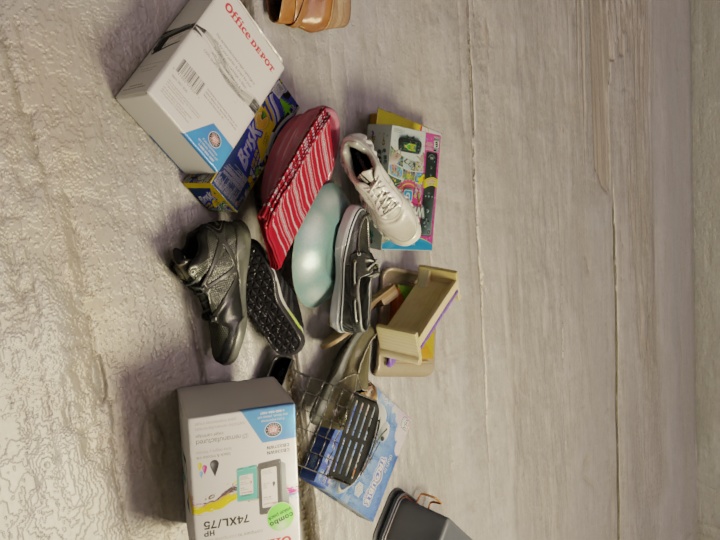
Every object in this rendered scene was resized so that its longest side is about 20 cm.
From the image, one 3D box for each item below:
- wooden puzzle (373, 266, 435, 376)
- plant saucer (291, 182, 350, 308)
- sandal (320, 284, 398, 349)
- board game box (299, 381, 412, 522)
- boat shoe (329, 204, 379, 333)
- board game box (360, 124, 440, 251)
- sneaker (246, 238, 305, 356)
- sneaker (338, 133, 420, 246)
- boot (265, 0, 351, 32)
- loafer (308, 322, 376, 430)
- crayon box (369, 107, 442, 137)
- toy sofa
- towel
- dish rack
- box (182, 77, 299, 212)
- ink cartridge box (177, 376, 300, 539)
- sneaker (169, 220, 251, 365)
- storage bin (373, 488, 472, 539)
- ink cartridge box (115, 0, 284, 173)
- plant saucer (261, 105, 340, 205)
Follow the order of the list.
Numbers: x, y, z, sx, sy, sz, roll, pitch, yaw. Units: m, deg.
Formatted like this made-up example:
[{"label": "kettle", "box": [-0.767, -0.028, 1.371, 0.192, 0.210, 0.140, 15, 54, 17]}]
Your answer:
[{"label": "wooden puzzle", "box": [0.098, 0.104, 1.435, 0.183, 0.037, 0.206, 9, 86, -50]}, {"label": "plant saucer", "box": [-0.046, -0.037, 1.207, 0.201, 0.038, 0.206, -40, 136, -55]}, {"label": "sandal", "box": [-0.016, 0.057, 1.286, 0.210, 0.077, 0.071, -34, 97, -45]}, {"label": "board game box", "box": [-0.002, 0.314, 1.329, 0.199, 0.043, 0.204, 46, 59, -42]}, {"label": "boat shoe", "box": [0.000, 0.000, 1.189, 0.072, 0.069, 0.206, -5, 101, -64]}, {"label": "board game box", "box": [0.069, -0.139, 1.286, 0.145, 0.063, 0.206, -1, 98, -48]}, {"label": "sneaker", "box": [-0.141, 0.038, 1.146, 0.083, 0.070, 0.204, -78, 149, -65]}, {"label": "sneaker", "box": [0.026, -0.125, 1.176, 0.202, 0.074, 0.081, 55, 6, -2]}, {"label": "boot", "box": [-0.088, -0.477, 1.154, 0.153, 0.076, 0.206, -15, 111, -44]}, {"label": "loafer", "box": [-0.018, 0.182, 1.259, 0.069, 0.075, 0.203, 31, 65, -5]}, {"label": "crayon box", "box": [0.071, -0.212, 1.366, 0.197, 0.050, 0.131, 9, 87, -50]}, {"label": "toy sofa", "box": [0.109, 0.087, 1.338, 0.201, 0.081, 0.100, -50, 139, -44]}, {"label": "towel", "box": [-0.086, -0.112, 1.061, 0.146, 0.022, 0.203, 87, 27, -64]}, {"label": "dish rack", "box": [-0.069, 0.237, 1.157, 0.055, 0.195, 0.157, 110, 0, -72]}, {"label": "box", "box": [-0.169, -0.183, 1.073, 0.065, 0.069, 0.203, 50, 57, -40]}, {"label": "ink cartridge box", "box": [-0.168, 0.270, 1.019, 0.143, 0.146, 0.206, -5, 98, -18]}, {"label": "sneaker", "box": [-0.214, 0.032, 1.038, 0.112, 0.075, 0.206, -2, 100, -38]}, {"label": "storage bin", "box": [0.142, 0.522, 1.448, 0.201, 0.132, 0.148, 50, 58, -40]}, {"label": "ink cartridge box", "box": [-0.210, -0.256, 1.008, 0.145, 0.083, 0.203, 50, 57, -39]}, {"label": "plant saucer", "box": [-0.093, -0.153, 1.125, 0.202, 0.050, 0.203, 89, 26, -61]}]
